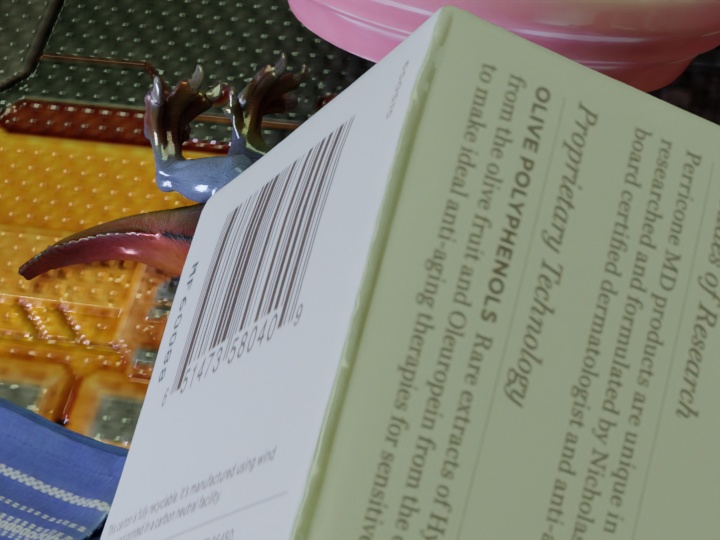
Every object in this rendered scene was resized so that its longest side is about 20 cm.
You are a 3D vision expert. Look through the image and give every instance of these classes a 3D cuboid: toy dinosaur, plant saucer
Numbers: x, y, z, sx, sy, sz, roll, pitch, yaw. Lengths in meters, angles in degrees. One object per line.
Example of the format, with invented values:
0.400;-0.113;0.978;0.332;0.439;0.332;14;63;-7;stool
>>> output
0.000;0.000;0.870;0.200;0.105;0.182;-47;66;26;toy dinosaur
0.051;-0.112;0.882;0.199;0.051;0.201;7;22;-3;plant saucer

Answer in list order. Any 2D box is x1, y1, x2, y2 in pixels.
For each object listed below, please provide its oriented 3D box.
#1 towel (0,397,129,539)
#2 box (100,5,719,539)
-0.180;0.097;0.797;0.144;0.024;0.200;20;38;33;towel
0.034;0.071;0.658;0.170;0.199;0.201;21;70;-17;box
